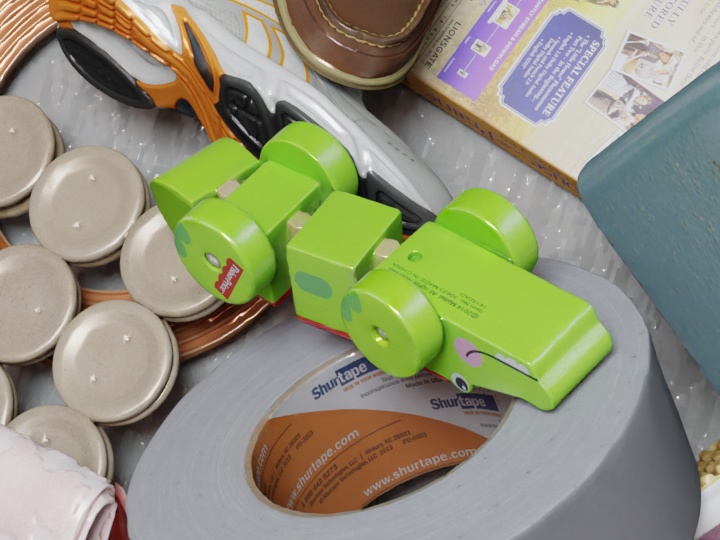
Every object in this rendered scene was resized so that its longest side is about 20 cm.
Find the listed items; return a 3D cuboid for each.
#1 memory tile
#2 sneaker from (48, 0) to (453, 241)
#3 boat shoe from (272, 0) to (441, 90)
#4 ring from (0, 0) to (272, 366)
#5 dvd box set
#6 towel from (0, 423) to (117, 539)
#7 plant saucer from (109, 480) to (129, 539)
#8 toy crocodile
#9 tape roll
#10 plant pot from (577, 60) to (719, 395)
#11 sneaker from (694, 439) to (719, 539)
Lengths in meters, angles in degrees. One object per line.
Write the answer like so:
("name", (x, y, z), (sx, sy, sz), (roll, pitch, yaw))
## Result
("memory tile", (-0.150, 0.036, 0.816), (0.153, 0.017, 0.201), (28, 80, 22))
("sneaker", (-0.029, -0.084, 0.809), (0.200, 0.076, 0.092), (39, 57, 16))
("boat shoe", (0.013, -0.161, 0.804), (0.072, 0.068, 0.201), (20, 53, -9))
("ring", (-0.101, -0.053, 0.866), (0.199, 0.019, 0.202), (-3, 75, 10))
("dvd box set", (0.124, -0.095, 0.824), (0.200, 0.029, 0.147), (34, 84, 18))
("towel", (-0.206, 0.130, 0.770), (0.199, 0.032, 0.192), (23, 96, 22))
("plant saucer", (-0.139, 0.217, 0.795), (0.199, 0.037, 0.201), (-28, 71, 3))
("toy crocodile", (0.000, 0.000, 0.722), (0.199, 0.062, 0.068), (23, 52, 30))
("tape roll", (0.018, 0.077, 0.721), (0.199, 0.066, 0.201), (-18, 28, 10))
("plant pot", (0.225, -0.031, 0.659), (0.196, 0.200, 0.196), (-32, 82, -17))
("sneaker", (0.116, 0.133, 0.735), (0.200, 0.075, 0.090), (-34, 88, -7))
